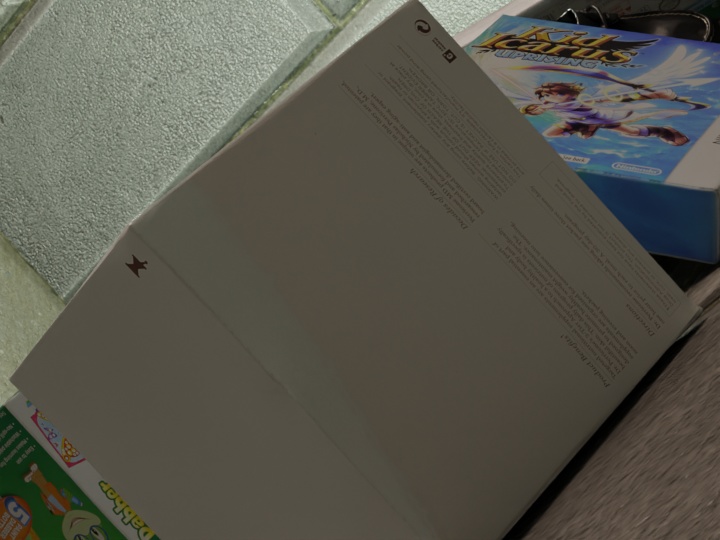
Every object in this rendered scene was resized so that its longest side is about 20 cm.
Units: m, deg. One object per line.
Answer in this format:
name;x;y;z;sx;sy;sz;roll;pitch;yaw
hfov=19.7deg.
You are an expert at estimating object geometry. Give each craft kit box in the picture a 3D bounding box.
craft kit box;-0.163;0.179;1.176;0.200;0.198;0.049;-44;2;45

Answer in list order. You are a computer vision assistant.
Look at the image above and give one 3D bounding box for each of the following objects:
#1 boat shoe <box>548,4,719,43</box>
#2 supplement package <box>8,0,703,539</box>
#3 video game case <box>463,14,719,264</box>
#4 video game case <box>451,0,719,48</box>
boat shoe;0.135;-0.136;1.332;0.199;0.066;0.075;-11;49;13
supplement package;-0.001;0.031;0.894;0.200;0.191;0.147;-42;-1;-40
video game case;0.128;-0.077;1.113;0.181;0.199;0.046;-42;-44;-51
video game case;0.188;-0.147;1.449;0.200;0.182;0.024;-30;41;13
